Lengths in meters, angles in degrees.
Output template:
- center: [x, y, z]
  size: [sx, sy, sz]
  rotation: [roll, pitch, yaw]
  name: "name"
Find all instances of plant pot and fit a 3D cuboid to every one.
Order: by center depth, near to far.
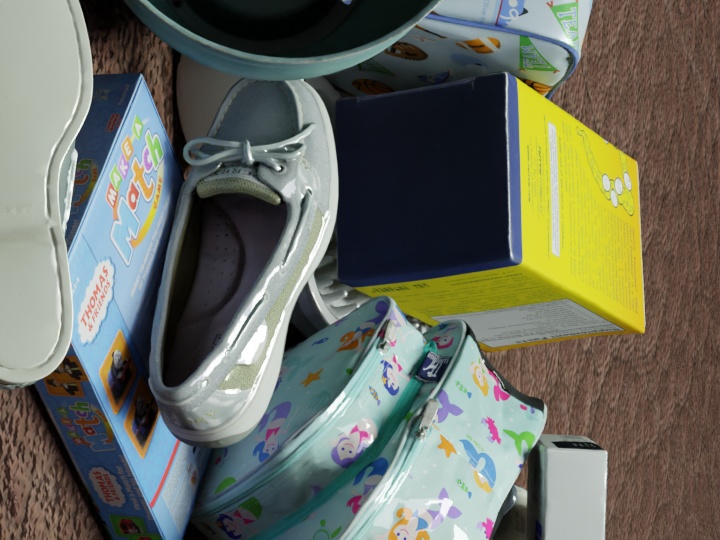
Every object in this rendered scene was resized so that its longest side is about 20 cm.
- center: [-0.045, -0.180, 1.453]
  size: [0.134, 0.200, 0.201]
  rotation: [121, -24, -75]
  name: "plant pot"

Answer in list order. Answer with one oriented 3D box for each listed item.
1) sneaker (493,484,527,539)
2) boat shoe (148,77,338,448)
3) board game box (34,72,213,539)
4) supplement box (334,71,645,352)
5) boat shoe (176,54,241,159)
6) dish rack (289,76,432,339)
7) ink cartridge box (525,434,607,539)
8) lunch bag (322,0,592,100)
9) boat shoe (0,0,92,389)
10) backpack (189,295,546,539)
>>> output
- center: [0.069, 0.134, 1.820]
  size: [0.080, 0.129, 0.200]
  rotation: [70, 29, -45]
  name: "sneaker"
- center: [-0.062, -0.014, 1.443]
  size: [0.065, 0.074, 0.203]
  rotation: [62, 40, -61]
  name: "boat shoe"
- center: [-0.115, 0.025, 1.453]
  size: [0.200, 0.036, 0.152]
  rotation: [71, 28, -44]
  name: "board game box"
- center: [0.077, -0.030, 1.664]
  size: [0.200, 0.109, 0.110]
  rotation: [27, 59, -60]
  name: "supplement box"
- center: [-0.059, -0.142, 1.564]
  size: [0.068, 0.072, 0.201]
  rotation: [10, 73, -70]
  name: "boat shoe"
- center: [0.000, 0.000, 1.679]
  size: [0.200, 0.043, 0.172]
  rotation: [47, 34, -47]
  name: "dish rack"
- center: [0.108, 0.191, 1.567]
  size: [0.099, 0.039, 0.201]
  rotation: [-144, -123, -87]
  name: "ink cartridge box"
- center: [0.039, -0.144, 1.635]
  size: [0.200, 0.160, 0.076]
  rotation: [132, -31, -73]
  name: "lunch bag"
- center: [-0.163, -0.045, 1.314]
  size: [0.062, 0.073, 0.201]
  rotation: [153, -62, -68]
  name: "boat shoe"
- center: [-0.007, 0.125, 1.536]
  size: [0.151, 0.177, 0.200]
  rotation: [41, 41, -21]
  name: "backpack"
